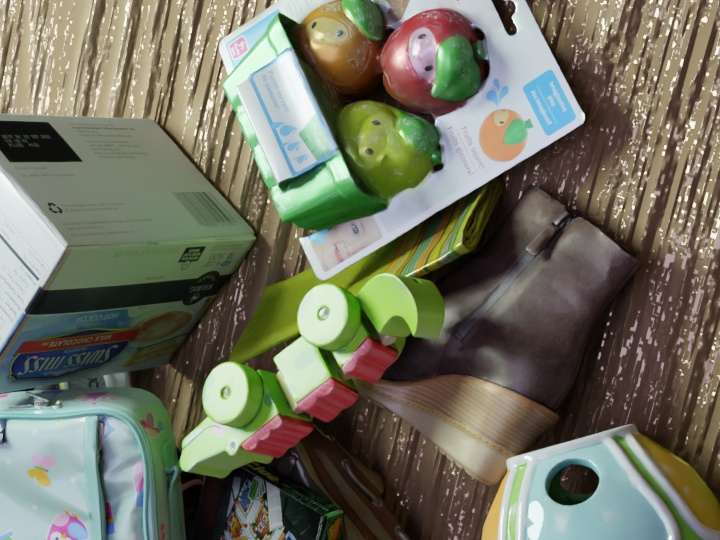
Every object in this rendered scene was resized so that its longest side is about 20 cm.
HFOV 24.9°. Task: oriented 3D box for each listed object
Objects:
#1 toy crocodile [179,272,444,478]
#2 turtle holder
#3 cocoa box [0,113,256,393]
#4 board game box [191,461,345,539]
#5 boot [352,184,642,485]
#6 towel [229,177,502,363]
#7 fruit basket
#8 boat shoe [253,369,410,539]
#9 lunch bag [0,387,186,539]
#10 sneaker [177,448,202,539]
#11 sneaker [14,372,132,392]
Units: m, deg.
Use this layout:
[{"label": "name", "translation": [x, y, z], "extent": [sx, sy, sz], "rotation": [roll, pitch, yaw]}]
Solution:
[{"label": "toy crocodile", "translation": [-0.031, 0.067, 0.983], "extent": [0.199, 0.067, 0.062], "rotation": [-39, 56, 18]}, {"label": "turtle holder", "translation": [0.152, 0.155, 0.912], "extent": [0.184, 0.140, 0.133], "rotation": [-21, 80, 34]}, {"label": "cocoa box", "translation": [-0.198, -0.014, 1.098], "extent": [0.133, 0.199, 0.132], "rotation": [46, 115, 21]}, {"label": "board game box", "translation": [-0.074, 0.224, 1.055], "extent": [0.104, 0.023, 0.202], "rotation": [24, 112, 30]}, {"label": "boot", "translation": [0.067, 0.021, 1.019], "extent": [0.199, 0.072, 0.167], "rotation": [34, 93, 41]}, {"label": "towel", "translation": [0.000, 0.000, 1.040], "extent": [0.199, 0.086, 0.018], "rotation": [-27, 109, 32]}, {"label": "fruit basket", "translation": [0.016, -0.121, 1.018], "extent": [0.199, 0.093, 0.187], "rotation": [-32, 72, 24]}, {"label": "boat shoe", "translation": [-0.022, 0.155, 1.067], "extent": [0.076, 0.073, 0.201], "rotation": [-46, 68, 38]}, {"label": "lunch bag", "translation": [-0.188, 0.173, 1.053], "extent": [0.158, 0.077, 0.203], "rotation": [-3, 97, 16]}, {"label": "sneaker", "translation": [-0.093, 0.186, 1.121], "extent": [0.098, 0.071, 0.202], "rotation": [-25, 82, 27]}, {"label": "sneaker", "translation": [-0.258, 0.041, 1.198], "extent": [0.200, 0.087, 0.074], "rotation": [41, 138, 23]}]
